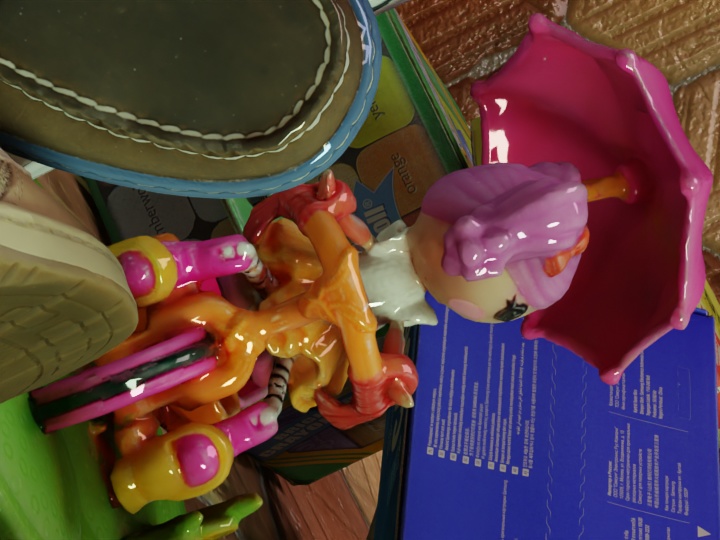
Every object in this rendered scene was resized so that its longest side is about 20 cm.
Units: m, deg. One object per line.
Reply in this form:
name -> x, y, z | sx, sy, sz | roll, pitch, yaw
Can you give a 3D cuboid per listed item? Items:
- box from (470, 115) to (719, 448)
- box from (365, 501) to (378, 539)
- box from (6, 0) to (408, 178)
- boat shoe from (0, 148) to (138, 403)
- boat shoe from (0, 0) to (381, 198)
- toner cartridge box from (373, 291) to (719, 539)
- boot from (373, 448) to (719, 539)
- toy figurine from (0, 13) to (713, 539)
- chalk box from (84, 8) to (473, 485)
box -> 0.101, 0.035, 0.967 | 0.201, 0.050, 0.075 | 60, 15, -25
box -> 0.059, 0.113, 0.978 | 0.122, 0.048, 0.200 | 33, 17, -3
box -> -0.028, -0.081, 0.686 | 0.116, 0.200, 0.060 | -24, -87, 53
boat shoe -> -0.095, -0.015, 0.519 | 0.065, 0.071, 0.200 | 66, 7, 16
boat shoe -> -0.088, -0.074, 0.533 | 0.199, 0.073, 0.072 | 27, -1, 2
toner cartridge box -> 0.052, 0.079, 0.810 | 0.201, 0.094, 0.043 | -82, -173, -51
boot -> 0.073, 0.136, 0.830 | 0.186, 0.199, 0.064 | 45, -49, 27
toy figurine -> 0.000, 0.000, 0.733 | 0.200, 0.183, 0.151 | -17, 84, -83
chalk box -> -0.016, -0.017, 1.009 | 0.125, 0.123, 0.200 | 66, 5, 17
